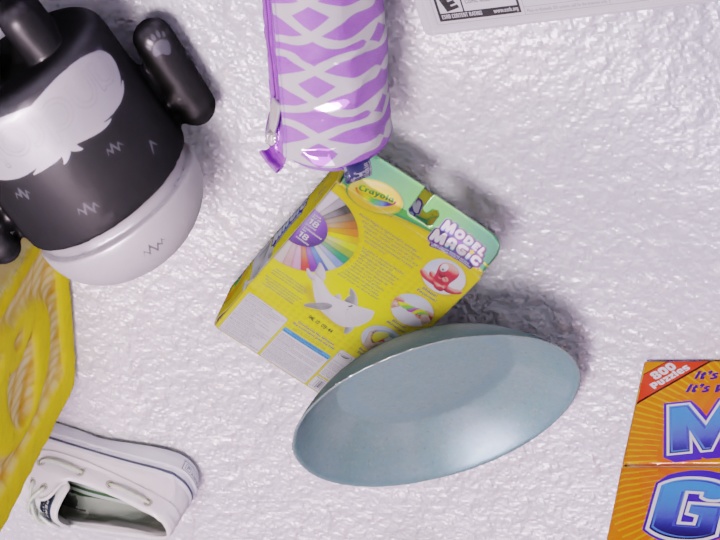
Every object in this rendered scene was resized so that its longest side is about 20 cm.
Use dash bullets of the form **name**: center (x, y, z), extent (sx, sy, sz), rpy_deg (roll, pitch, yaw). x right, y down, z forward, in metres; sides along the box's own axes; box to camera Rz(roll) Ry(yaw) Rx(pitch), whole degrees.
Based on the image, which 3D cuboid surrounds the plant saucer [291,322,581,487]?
- **plant saucer**: center (0.048, 0.082, 1.389), extent (0.200, 0.039, 0.201), rpy_deg (-11, 150, -7)

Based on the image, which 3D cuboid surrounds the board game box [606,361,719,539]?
- **board game box**: center (0.280, 0.198, 1.339), extent (0.198, 0.200, 0.201), rpy_deg (-1, 130, 19)

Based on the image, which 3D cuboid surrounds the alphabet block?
- **alphabet block**: center (-0.323, 0.055, 1.422), extent (0.199, 0.197, 0.196), rpy_deg (12, 134, 8)

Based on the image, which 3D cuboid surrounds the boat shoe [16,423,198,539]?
- **boat shoe**: center (-0.225, 0.161, 1.570), extent (0.199, 0.067, 0.074), rpy_deg (3, 131, 17)

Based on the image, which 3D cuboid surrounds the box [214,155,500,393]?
- **box**: center (0.000, 0.000, 1.367), extent (0.117, 0.049, 0.200), rpy_deg (33, 135, -11)

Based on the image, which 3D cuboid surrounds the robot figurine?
- **robot figurine**: center (-0.184, -0.085, 1.303), extent (0.150, 0.125, 0.200), rpy_deg (-13, 125, 35)

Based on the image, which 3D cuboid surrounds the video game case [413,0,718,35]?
- **video game case**: center (0.105, -0.221, 1.153), extent (0.199, 0.022, 0.183), rpy_deg (-4, 129, 23)

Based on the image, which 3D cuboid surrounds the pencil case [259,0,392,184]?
- **pencil case**: center (-0.029, -0.152, 1.214), extent (0.085, 0.084, 0.201), rpy_deg (-18, 130, -15)
